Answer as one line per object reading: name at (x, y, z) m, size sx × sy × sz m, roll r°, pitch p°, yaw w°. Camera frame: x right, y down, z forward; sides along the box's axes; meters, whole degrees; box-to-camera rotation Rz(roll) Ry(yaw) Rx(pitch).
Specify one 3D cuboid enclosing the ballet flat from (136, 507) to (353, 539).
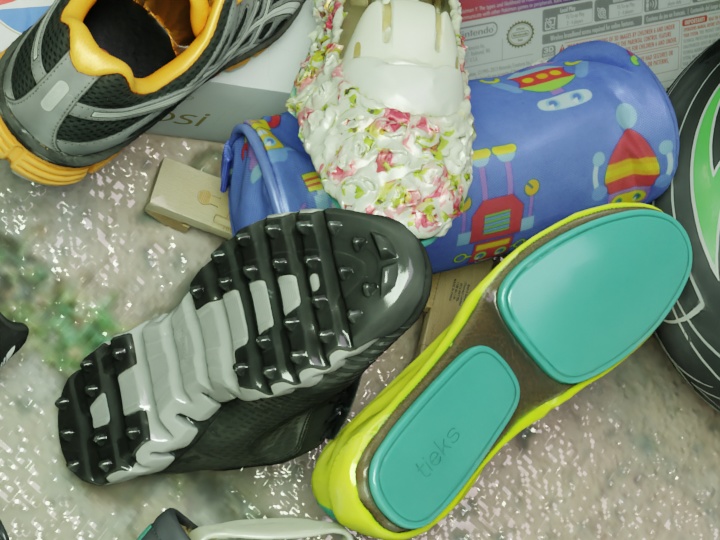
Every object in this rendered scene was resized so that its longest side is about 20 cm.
ballet flat at (-0.003, 0.139, 0.801) m, size 0.200 × 0.073 × 0.073 m, roll 19°, pitch 64°, yaw -19°

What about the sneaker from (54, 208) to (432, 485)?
sneaker at (-0.029, 0.030, 0.765) m, size 0.090 × 0.200 × 0.067 m, roll 6°, pitch 63°, yaw -41°

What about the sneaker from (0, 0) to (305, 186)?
sneaker at (-0.064, -0.112, 0.784) m, size 0.078 × 0.077 × 0.200 m, roll 42°, pitch 57°, yaw -8°

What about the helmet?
helmet at (0.215, -0.022, 0.911) m, size 0.200 × 0.191 × 0.200 m, roll 55°, pitch 12°, yaw -18°

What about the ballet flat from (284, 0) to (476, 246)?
ballet flat at (0.011, -0.089, 0.783) m, size 0.075 × 0.064 × 0.200 m, roll 9°, pitch 35°, yaw -11°

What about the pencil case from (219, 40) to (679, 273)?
pencil case at (0.036, -0.045, 0.849) m, size 0.200 × 0.078 × 0.087 m, roll -16°, pitch 52°, yaw -23°

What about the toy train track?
toy train track at (0.000, 0.000, 0.883) m, size 0.200 × 0.033 × 0.115 m, roll 21°, pitch 67°, yaw -13°

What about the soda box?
soda box at (-0.113, -0.102, 0.837) m, size 0.200 × 0.064 × 0.068 m, roll 6°, pitch 70°, yaw -26°

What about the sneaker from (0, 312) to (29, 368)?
sneaker at (-0.195, -0.040, 0.771) m, size 0.080 × 0.071 × 0.200 m, roll -23°, pitch 90°, yaw -36°

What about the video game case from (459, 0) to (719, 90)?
video game case at (0.101, -0.140, 0.933) m, size 0.200 × 0.023 × 0.183 m, roll -14°, pitch 113°, yaw -33°

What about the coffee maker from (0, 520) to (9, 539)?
coffee maker at (-0.241, 0.104, 0.652) m, size 0.192 × 0.135 × 0.200 m, roll 49°, pitch 57°, yaw -4°

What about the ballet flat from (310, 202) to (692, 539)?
ballet flat at (0.054, 0.038, 0.830) m, size 0.200 × 0.067 × 0.067 m, roll -41°, pitch 103°, yaw -27°
